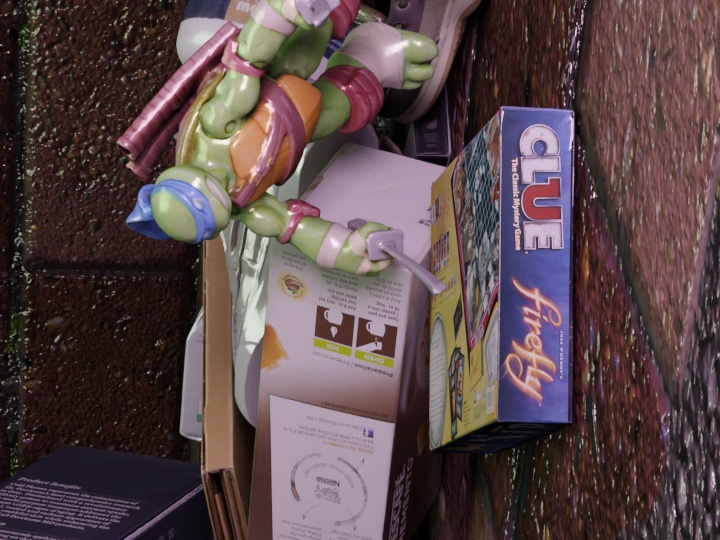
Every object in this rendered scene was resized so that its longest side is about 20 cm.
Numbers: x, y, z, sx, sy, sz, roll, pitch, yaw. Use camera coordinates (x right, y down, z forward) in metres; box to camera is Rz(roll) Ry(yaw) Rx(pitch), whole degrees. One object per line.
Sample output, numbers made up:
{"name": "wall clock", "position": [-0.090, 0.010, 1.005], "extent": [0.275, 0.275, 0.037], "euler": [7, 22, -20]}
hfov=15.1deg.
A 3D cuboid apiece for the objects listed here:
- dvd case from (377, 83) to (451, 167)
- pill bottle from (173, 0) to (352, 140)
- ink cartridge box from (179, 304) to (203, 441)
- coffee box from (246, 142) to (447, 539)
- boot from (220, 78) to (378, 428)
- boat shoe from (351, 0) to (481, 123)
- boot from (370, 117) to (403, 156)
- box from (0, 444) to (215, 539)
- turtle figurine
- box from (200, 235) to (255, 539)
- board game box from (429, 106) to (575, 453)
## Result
{"name": "dvd case", "position": [0.027, -0.113, 1.609], "extent": [0.151, 0.025, 0.201], "euler": [104, 165, -59]}
{"name": "pill bottle", "position": [-0.052, -0.168, 1.716], "extent": [0.111, 0.110, 0.201], "euler": [130, 158, -79]}
{"name": "ink cartridge box", "position": [-0.082, -0.007, 1.848], "extent": [0.161, 0.050, 0.201], "euler": [-71, -14, -64]}
{"name": "coffee box", "position": [0.000, 0.052, 1.429], "extent": [0.114, 0.079, 0.201], "euler": [-52, -28, -56]}
{"name": "boot", "position": [-0.047, -0.017, 1.507], "extent": [0.096, 0.073, 0.201], "euler": [40, 125, 44]}
{"name": "boat shoe", "position": [0.024, -0.145, 1.431], "extent": [0.200, 0.064, 0.072], "euler": [117, 157, -63]}
{"name": "boot", "position": [0.000, 0.000, 1.543], "extent": [0.201, 0.070, 0.147], "euler": [59, 148, 25]}
{"name": "box", "position": [-0.171, 0.232, 1.592], "extent": [0.196, 0.123, 0.202], "euler": [-30, -57, -60]}
{"name": "turtle figurine", "position": [-0.003, -0.078, 1.296], "extent": [0.199, 0.144, 0.194], "euler": [-29, 20, 43]}
{"name": "box", "position": [-0.073, 0.098, 1.619], "extent": [0.201, 0.021, 0.164], "euler": [-93, -4, -46]}
{"name": "board game box", "position": [0.062, 0.010, 1.245], "extent": [0.200, 0.034, 0.137], "euler": [134, 137, -80]}
